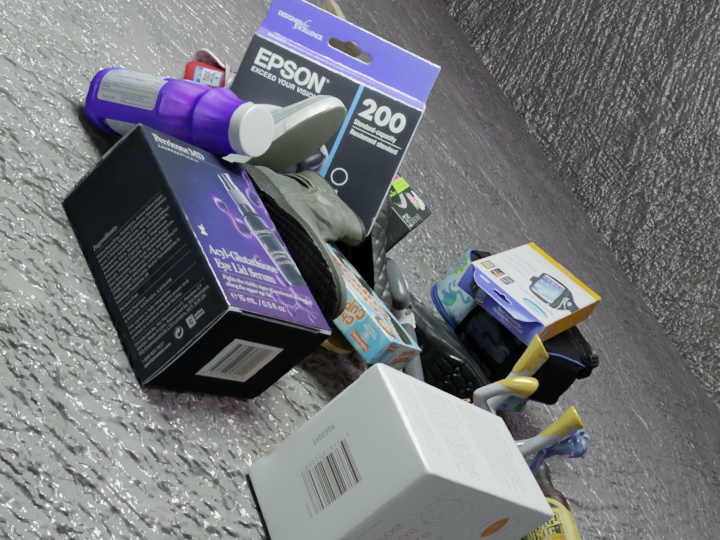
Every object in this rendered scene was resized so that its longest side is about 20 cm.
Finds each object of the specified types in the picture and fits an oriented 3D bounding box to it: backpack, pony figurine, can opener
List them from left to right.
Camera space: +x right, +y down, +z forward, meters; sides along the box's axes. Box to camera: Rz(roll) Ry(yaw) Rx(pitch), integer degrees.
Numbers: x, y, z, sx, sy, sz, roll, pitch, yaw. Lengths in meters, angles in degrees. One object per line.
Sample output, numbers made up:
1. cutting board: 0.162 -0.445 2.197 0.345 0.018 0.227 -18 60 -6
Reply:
1. can opener: 0.036 0.070 1.227 0.201 0.053 0.067 -98 175 -46
2. pony figurine: 0.129 0.186 1.119 0.194 0.199 0.167 60 7 -23
3. backpack: 0.181 0.080 1.442 0.182 0.147 0.201 17 35 -50

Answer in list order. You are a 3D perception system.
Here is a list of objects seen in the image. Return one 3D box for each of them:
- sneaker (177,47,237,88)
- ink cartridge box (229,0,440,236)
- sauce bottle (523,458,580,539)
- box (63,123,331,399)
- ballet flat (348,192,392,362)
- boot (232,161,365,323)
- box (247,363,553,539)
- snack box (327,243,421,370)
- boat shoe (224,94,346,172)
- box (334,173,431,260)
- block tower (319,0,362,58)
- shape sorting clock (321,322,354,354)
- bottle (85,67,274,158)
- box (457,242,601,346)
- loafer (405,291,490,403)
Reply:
1. sneaker: -0.120 -0.198 1.207 0.112 0.199 0.072 43 46 -42
2. ink cartridge box: -0.040 -0.165 1.153 0.197 0.201 0.043 24 2 -6
3. sauce bottle: 0.213 0.295 1.252 0.066 0.066 0.200 42 18 -24
4. box: -0.139 -0.004 0.935 0.148 0.104 0.201 18 38 -57
5. ballet flat: 0.000 0.000 1.215 0.057 0.066 0.202 4 85 -39
6. boot: -0.038 -0.034 1.043 0.130 0.068 0.200 0 44 -46
7. box: 0.036 0.183 0.907 0.200 0.152 0.107 29 27 -49
8. snack box: -0.024 0.014 1.136 0.200 0.037 0.116 50 9 18
9. boat shoe: -0.112 -0.131 1.095 0.072 0.200 0.070 59 -3 21
10. box: -0.032 -0.099 1.329 0.200 0.124 0.149 50 17 1
11. block tower: -0.086 -0.237 1.345 0.058 0.200 0.054 27 29 -49
12. shape sorting clock: -0.077 0.012 1.147 0.200 0.039 0.200 47 7 -8
13. bottle: -0.169 -0.146 1.034 0.199 0.066 0.083 16 -1 36
14. box: 0.203 0.028 1.342 0.119 0.042 0.199 42 31 21
15. loafer: 0.094 0.094 1.340 0.201 0.068 0.070 46 29 -4
